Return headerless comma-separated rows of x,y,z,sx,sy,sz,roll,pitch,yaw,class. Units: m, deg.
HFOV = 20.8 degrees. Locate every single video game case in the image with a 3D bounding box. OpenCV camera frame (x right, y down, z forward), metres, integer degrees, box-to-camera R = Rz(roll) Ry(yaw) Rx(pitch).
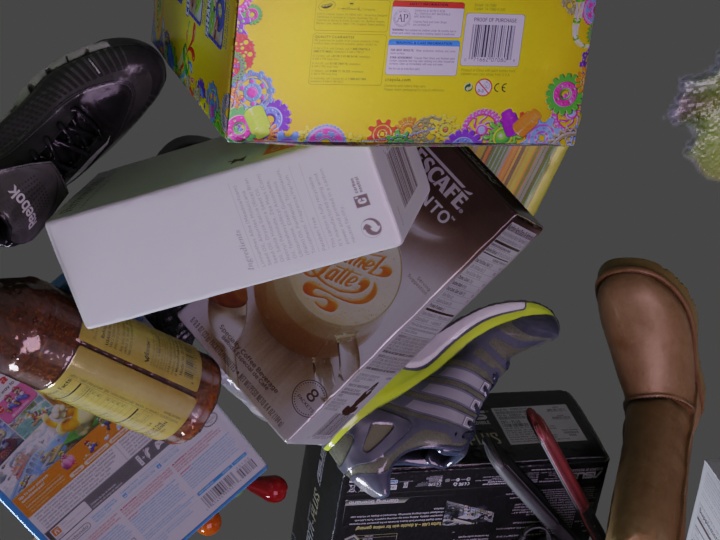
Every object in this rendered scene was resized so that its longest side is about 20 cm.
-0.167,0.105,1.247,0.143,0.018,0.200,-40,121,-7,video game case

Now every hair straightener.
0.128,0.180,1.362,0.077,0.041,0.200,-30,130,3,hair straightener

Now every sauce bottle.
-0.178,0.043,1.171,0.200,0.066,0.066,29,109,-31,sauce bottle

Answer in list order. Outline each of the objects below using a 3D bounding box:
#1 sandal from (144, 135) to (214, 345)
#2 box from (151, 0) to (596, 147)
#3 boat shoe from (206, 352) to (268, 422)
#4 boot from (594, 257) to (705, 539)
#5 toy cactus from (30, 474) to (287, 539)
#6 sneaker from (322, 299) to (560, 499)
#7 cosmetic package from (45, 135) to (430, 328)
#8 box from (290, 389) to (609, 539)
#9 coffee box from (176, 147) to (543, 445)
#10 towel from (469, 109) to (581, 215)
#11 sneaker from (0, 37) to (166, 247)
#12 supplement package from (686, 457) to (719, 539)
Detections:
-0.134,0.006,1.263,0.075,0.048,0.201,21,100,-28,sandal
0.002,-0.156,1.098,0.199,0.193,0.122,-1,112,-19,box
-0.011,0.020,1.292,0.202,0.075,0.065,-37,130,15,boat shoe
0.196,0.116,1.342,0.066,0.200,0.175,-9,131,26,boot
-0.148,0.204,1.368,0.165,0.102,0.200,22,116,-9,toy cactus
0.058,0.087,1.324,0.200,0.081,0.074,-29,171,-22,sneaker
-0.069,-0.037,1.142,0.199,0.101,0.071,-16,106,16,cosmetic package
0.059,0.178,1.408,0.199,0.086,0.164,-2,122,-17,box
0.000,0.000,1.220,0.200,0.114,0.080,-46,163,9,coffee box
0.045,-0.095,1.272,0.200,0.018,0.086,16,111,-26,towel
-0.195,-0.061,1.164,0.200,0.091,0.067,-32,127,3,sneaker
0.373,0.223,1.500,0.199,0.156,0.111,-4,124,-16,supplement package
